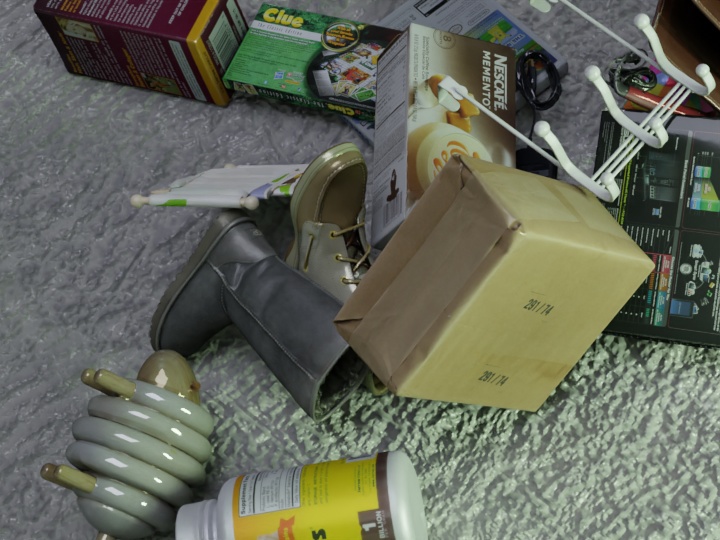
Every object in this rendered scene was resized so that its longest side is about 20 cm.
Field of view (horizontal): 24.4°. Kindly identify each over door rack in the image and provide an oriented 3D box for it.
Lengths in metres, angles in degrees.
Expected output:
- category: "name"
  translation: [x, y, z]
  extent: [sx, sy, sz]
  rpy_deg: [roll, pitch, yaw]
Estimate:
- category: "over door rack"
  translation: [0.179, -0.164, 1.426]
  extent: [0.200, 0.067, 0.148]
  rpy_deg: [35, 71, 29]

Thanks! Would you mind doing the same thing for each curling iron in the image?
- category: "curling iron"
  translation: [0.307, -0.143, 1.495]
  extent: [0.200, 0.026, 0.050]
  rpy_deg: [25, 74, -12]

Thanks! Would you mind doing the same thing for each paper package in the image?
- category: "paper package"
  translation: [0.111, 0.016, 1.375]
  extent: [0.191, 0.200, 0.104]
  rpy_deg: [-53, 54, 23]

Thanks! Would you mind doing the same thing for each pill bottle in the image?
- category: "pill bottle"
  translation: [-0.049, 0.219, 1.397]
  extent: [0.199, 0.109, 0.110]
  rpy_deg: [-11, 57, 8]

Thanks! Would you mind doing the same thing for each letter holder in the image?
- category: "letter holder"
  translation: [0.366, -0.203, 1.475]
  extent: [0.101, 0.200, 0.142]
  rpy_deg: [-34, 26, 49]

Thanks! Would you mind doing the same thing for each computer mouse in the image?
- category: "computer mouse"
  translation: [0.164, -0.122, 1.592]
  extent: [0.058, 0.034, 0.201]
  rpy_deg: [-3, 62, 21]

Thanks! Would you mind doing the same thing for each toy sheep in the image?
- category: "toy sheep"
  translation: [-0.199, 0.164, 1.460]
  extent: [0.138, 0.138, 0.201]
  rpy_deg: [18, 78, 24]

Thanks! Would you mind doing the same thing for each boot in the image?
- category: "boot"
  translation: [-0.089, 0.064, 1.493]
  extent: [0.200, 0.072, 0.182]
  rpy_deg: [44, 121, 24]
- category: "boot"
  translation: [0.000, 0.000, 1.475]
  extent: [0.072, 0.200, 0.155]
  rpy_deg: [-20, 53, -30]

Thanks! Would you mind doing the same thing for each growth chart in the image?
- category: "growth chart"
  translation: [-0.107, -0.083, 1.580]
  extent: [0.144, 0.200, 0.018]
  rpy_deg: [3, 104, 23]

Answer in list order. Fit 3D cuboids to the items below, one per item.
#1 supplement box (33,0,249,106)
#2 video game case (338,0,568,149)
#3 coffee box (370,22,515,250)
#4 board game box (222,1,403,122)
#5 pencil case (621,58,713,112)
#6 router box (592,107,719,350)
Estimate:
- category: "supplement box"
  translation: [-0.223, -0.252, 1.731]
  extent: [0.199, 0.110, 0.086]
  rpy_deg: [14, 63, 22]
- category: "video game case"
  translation: [0.076, -0.197, 1.674]
  extent: [0.200, 0.022, 0.182]
  rpy_deg: [-37, 57, -10]
- category: "coffee box"
  translation: [0.078, -0.115, 1.544]
  extent: [0.114, 0.080, 0.201]
  rpy_deg: [12, 66, -21]
- category: "board game box"
  translation: [-0.030, -0.209, 1.681]
  extent: [0.199, 0.023, 0.105]
  rpy_deg: [15, 66, 22]
- category: "pencil case"
  translation: [0.309, -0.181, 1.566]
  extent: [0.088, 0.088, 0.200]
  rpy_deg: [21, 66, 25]
- category: "router box"
  translation: [0.275, -0.036, 1.448]
  extent: [0.149, 0.062, 0.201]
  rpy_deg: [8, 89, 19]
